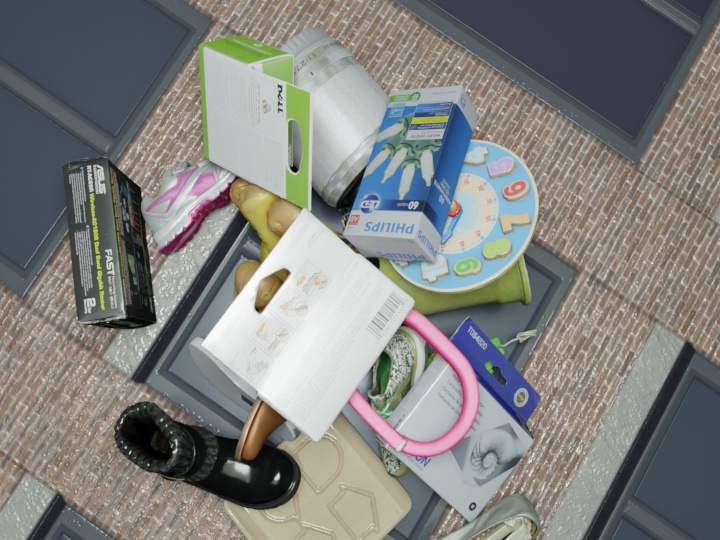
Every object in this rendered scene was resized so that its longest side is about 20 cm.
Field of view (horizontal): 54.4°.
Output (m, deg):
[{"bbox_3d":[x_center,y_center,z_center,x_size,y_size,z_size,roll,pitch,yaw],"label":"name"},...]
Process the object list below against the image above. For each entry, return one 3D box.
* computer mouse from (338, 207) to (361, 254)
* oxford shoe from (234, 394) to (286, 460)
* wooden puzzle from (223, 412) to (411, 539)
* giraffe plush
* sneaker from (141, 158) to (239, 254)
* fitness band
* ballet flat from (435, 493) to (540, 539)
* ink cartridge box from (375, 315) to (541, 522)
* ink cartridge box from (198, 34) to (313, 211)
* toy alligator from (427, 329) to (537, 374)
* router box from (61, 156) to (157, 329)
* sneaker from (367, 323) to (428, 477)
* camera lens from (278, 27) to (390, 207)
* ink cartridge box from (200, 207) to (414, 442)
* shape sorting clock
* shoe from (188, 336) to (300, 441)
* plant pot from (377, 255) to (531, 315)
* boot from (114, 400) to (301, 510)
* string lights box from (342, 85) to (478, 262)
[{"bbox_3d":[0.000,0.000,0.898,0.033,0.203,0.059,-21,41,0],"label":"computer mouse"},{"bbox_3d":[-0.085,0.157,0.869,0.070,0.072,0.201,30,56,7],"label":"oxford shoe"},{"bbox_3d":[-0.057,0.313,0.948,0.199,0.046,0.186,-41,87,-12],"label":"wooden puzzle"},{"bbox_3d":[-0.111,-0.008,0.949,0.198,0.172,0.165,31,92,-33],"label":"giraffe plush"},{"bbox_3d":[-0.228,-0.121,0.975,0.200,0.081,0.088,-43,86,-10],"label":"sneaker"},{"bbox_3d":[0.054,0.132,0.860,0.200,0.037,0.144,44,84,12],"label":"fitness band"},{"bbox_3d":[0.148,0.368,0.919,0.197,0.064,0.068,-35,115,-1],"label":"ballet flat"},{"bbox_3d":[0.145,0.201,0.930,0.199,0.040,0.201,43,81,-26],"label":"ink cartridge box"},{"bbox_3d":[-0.106,-0.181,0.851,0.197,0.151,0.075,29,40,32],"label":"ink cartridge box"},{"bbox_3d":[0.158,0.129,0.974,0.194,0.059,0.056,-11,83,-5],"label":"toy alligator"},{"bbox_3d":[-0.327,-0.028,0.922,0.060,0.150,0.206,-9,83,-4],"label":"router box"},{"bbox_3d":[0.035,0.174,0.929,0.087,0.076,0.207,-2,94,-46],"label":"sneaker"},{"bbox_3d":[-0.037,-0.202,0.956,0.159,0.160,0.201,-41,86,-7],"label":"camera lens"},{"bbox_3d":[-0.060,0.063,0.821,0.175,0.045,0.202,39,79,-6],"label":"ink cartridge box"},{"bbox_3d":[0.114,-0.069,0.835,0.195,0.039,0.206,-12,62,24],"label":"shape sorting clock"},{"bbox_3d":[-0.137,0.138,0.957,0.198,0.072,0.091,34,55,16],"label":"shoe"},{"bbox_3d":[0.111,-0.024,0.940,0.179,0.200,0.206,-19,84,6],"label":"plant pot"},{"bbox_3d":[-0.187,0.231,0.865,0.205,0.159,0.081,5,62,15],"label":"boot"},{"bbox_3d":[0.062,-0.115,0.829,0.100,0.059,0.205,4,66,35],"label":"string lights box"}]
